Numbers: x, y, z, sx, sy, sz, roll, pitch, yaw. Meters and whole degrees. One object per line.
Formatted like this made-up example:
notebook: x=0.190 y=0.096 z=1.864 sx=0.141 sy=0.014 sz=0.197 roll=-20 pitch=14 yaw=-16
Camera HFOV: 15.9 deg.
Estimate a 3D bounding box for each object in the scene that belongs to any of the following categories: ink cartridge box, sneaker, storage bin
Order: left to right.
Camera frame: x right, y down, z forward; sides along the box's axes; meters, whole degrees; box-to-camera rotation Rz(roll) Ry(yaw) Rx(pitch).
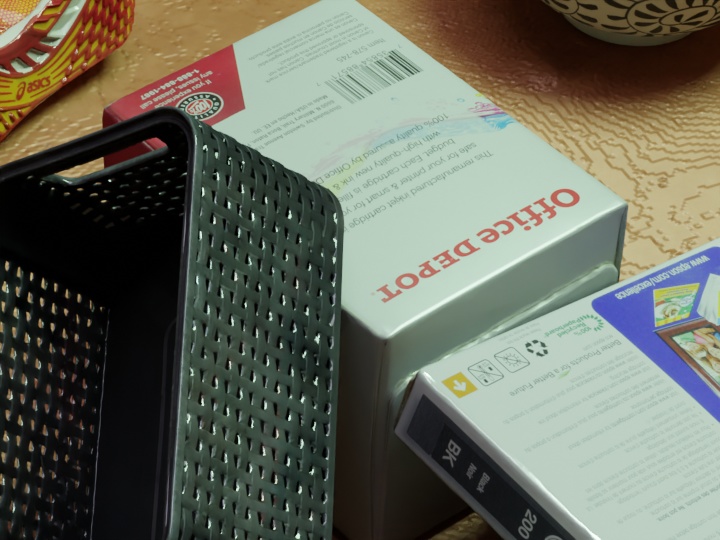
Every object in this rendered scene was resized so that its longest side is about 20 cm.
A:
sneaker: x=-0.206 y=-0.107 z=1.356 sx=0.077 sy=0.073 sz=0.200 roll=11 pitch=33 yaw=43
storage bin: x=-0.088 y=0.052 z=1.028 sx=0.135 sy=0.094 sz=0.201 roll=-17 pitch=59 yaw=37
ink cartridge box: x=0.000 y=0.000 z=1.176 sx=0.145 sy=0.145 sz=0.200 roll=-28 pitch=49 yaw=-29
ink cartridge box: x=0.150 y=0.085 z=1.072 sx=0.198 sy=0.043 sz=0.200 roll=-21 pitch=51 yaw=-39

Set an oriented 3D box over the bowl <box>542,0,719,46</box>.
bowl: x=0.155 y=-0.187 z=1.432 sx=0.200 sy=0.094 sz=0.201 roll=1 pitch=41 yaw=-1
